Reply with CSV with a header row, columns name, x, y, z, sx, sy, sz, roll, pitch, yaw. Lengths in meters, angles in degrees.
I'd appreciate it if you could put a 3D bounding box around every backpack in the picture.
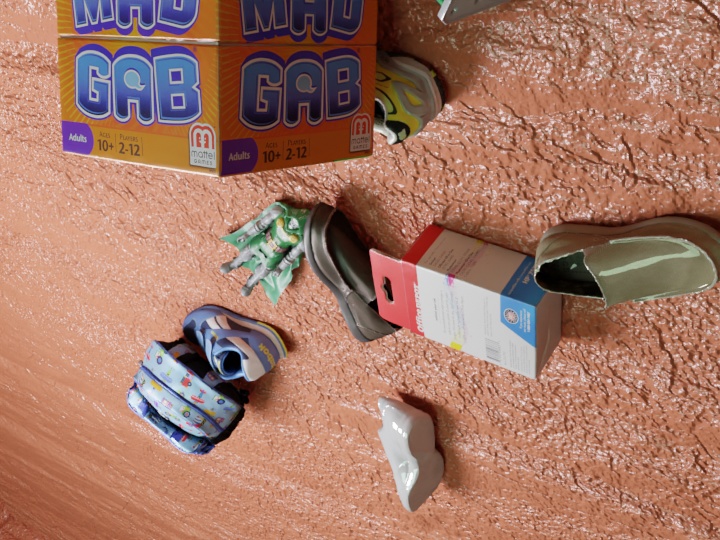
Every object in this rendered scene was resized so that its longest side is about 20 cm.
name,x,y,z,sx,sy,sz,roll,pitch,yaw
backpack,-0.272,0.192,1.556,0.182,0.135,0.200,38,171,4

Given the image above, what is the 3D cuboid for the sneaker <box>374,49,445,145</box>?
name,x,y,z,sx,sy,sz,roll,pitch,yaw
sneaker,-0.019,-0.184,0.971,0.199,0.076,0.076,24,145,26

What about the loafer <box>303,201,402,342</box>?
name,x,y,z,sx,sy,sz,roll,pitch,yaw
loafer,0.000,0.000,1.184,0.071,0.073,0.201,-3,133,33

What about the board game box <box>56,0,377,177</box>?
name,x,y,z,sx,sy,sz,roll,pitch,yaw
board game box,-0.122,-0.200,0.879,0.199,0.199,0.202,11,107,36

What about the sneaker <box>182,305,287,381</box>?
name,x,y,z,sx,sy,sz,roll,pitch,yaw
sneaker,-0.202,0.109,1.488,0.199,0.082,0.074,11,138,40

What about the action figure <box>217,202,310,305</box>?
name,x,y,z,sx,sy,sz,roll,pitch,yaw
action figure,-0.112,-0.031,1.267,0.118,0.055,0.200,46,142,-3

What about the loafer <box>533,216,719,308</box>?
name,x,y,z,sx,sy,sz,roll,pitch,yaw
loafer,0.244,-0.001,0.929,0.199,0.068,0.076,-1,129,45

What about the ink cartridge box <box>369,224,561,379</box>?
name,x,y,z,sx,sy,sz,roll,pitch,yaw
ink cartridge box,0.113,0.026,1.091,0.199,0.067,0.117,21,141,27

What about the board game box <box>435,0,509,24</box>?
name,x,y,z,sx,sy,sz,roll,pitch,yaw
board game box,0.146,-0.256,0.622,0.026,0.199,0.200,53,149,17

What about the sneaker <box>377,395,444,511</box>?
name,x,y,z,sx,sy,sz,roll,pitch,yaw
sneaker,0.062,0.251,1.416,0.088,0.075,0.201,31,142,36
